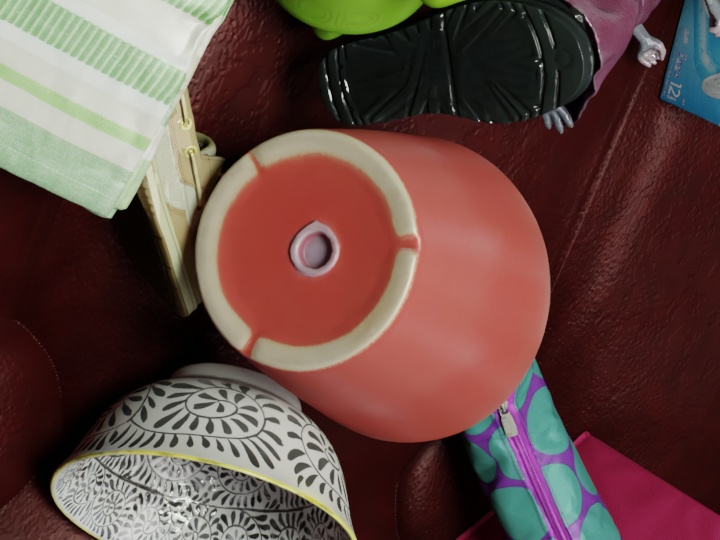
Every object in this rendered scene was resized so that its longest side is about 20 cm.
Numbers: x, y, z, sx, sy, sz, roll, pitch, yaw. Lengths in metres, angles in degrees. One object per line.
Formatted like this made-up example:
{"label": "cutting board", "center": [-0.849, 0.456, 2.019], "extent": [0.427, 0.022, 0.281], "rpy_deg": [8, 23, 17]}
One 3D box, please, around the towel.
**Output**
{"label": "towel", "center": [-0.152, -0.146, 1.150], "extent": [0.152, 0.023, 0.200], "rpy_deg": [28, 95, -20]}

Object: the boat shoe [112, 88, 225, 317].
{"label": "boat shoe", "center": [-0.114, -0.061, 1.250], "extent": [0.066, 0.074, 0.200], "rpy_deg": [-31, 133, -22]}

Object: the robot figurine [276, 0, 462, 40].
{"label": "robot figurine", "center": [0.000, -0.213, 1.207], "extent": [0.116, 0.176, 0.200], "rpy_deg": [-34, 167, -20]}

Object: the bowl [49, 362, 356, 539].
{"label": "bowl", "center": [-0.089, 0.119, 1.335], "extent": [0.201, 0.200, 0.094], "rpy_deg": [49, 46, -49]}

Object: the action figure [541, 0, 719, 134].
{"label": "action figure", "center": [0.174, -0.194, 1.474], "extent": [0.149, 0.134, 0.200], "rpy_deg": [45, 60, -7]}

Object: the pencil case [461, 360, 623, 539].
{"label": "pencil case", "center": [0.128, 0.152, 1.569], "extent": [0.085, 0.092, 0.200], "rpy_deg": [-26, 106, 3]}

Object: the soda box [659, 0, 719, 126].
{"label": "soda box", "center": [0.292, -0.214, 1.582], "extent": [0.068, 0.064, 0.201], "rpy_deg": [-10, 120, -42]}

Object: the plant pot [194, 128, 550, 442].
{"label": "plant pot", "center": [0.000, 0.000, 1.276], "extent": [0.201, 0.200, 0.177], "rpy_deg": [-61, 157, 3]}

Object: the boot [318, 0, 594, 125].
{"label": "boot", "center": [0.087, -0.138, 1.299], "extent": [0.162, 0.198, 0.074], "rpy_deg": [-25, 106, -52]}

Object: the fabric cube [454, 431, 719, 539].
{"label": "fabric cube", "center": [0.198, 0.293, 1.698], "extent": [0.200, 0.199, 0.197], "rpy_deg": [-37, 137, -24]}
